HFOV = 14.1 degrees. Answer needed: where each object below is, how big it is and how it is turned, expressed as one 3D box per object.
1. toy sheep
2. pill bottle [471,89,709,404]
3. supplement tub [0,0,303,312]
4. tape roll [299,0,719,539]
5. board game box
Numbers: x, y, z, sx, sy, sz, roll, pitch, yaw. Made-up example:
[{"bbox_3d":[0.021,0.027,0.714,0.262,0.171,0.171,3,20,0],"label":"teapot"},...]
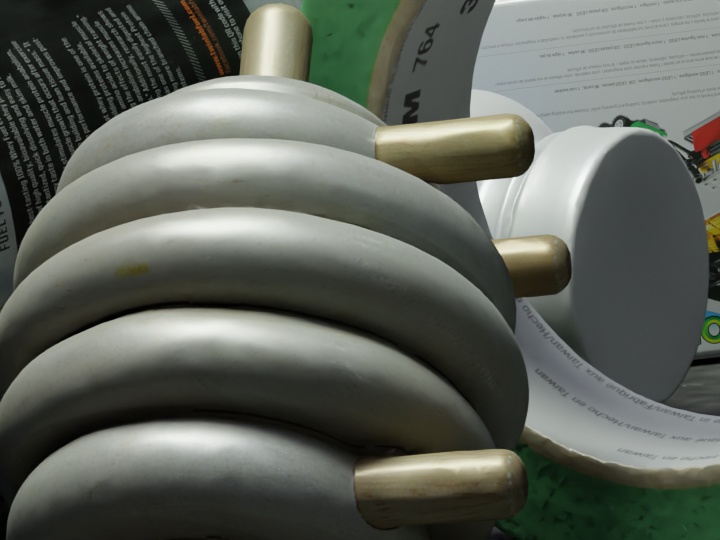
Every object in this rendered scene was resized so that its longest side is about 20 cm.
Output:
[{"bbox_3d":[-0.020,0.022,0.673,0.137,0.138,0.201,-5,51,13],"label":"toy sheep"},{"bbox_3d":[0.000,0.000,0.887,0.199,0.110,0.109,0,13,35],"label":"pill bottle"},{"bbox_3d":[-0.107,-0.025,0.763,0.122,0.123,0.200,0,16,36],"label":"supplement tub"},{"bbox_3d":[0.075,-0.025,0.713,0.199,0.202,0.048,-1,14,34],"label":"tape roll"},{"bbox_3d":[0.115,-0.037,0.945,0.199,0.127,0.035,-6,11,8],"label":"board game box"}]
